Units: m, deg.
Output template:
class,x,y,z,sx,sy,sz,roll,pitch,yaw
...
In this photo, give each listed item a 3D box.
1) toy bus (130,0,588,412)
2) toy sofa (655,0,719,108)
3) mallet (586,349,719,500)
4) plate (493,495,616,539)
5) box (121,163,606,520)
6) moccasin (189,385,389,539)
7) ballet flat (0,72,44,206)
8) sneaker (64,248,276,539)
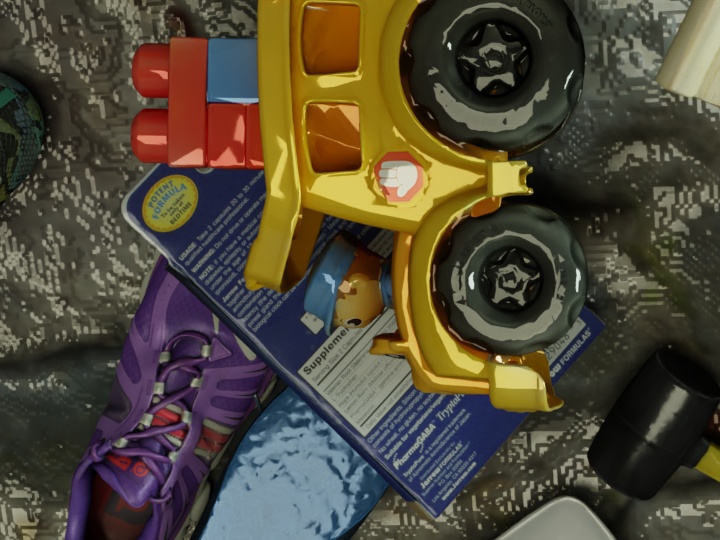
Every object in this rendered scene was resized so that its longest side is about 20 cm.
class,x,y,z,sx,sy,sz,roll,pitch,yaw
toy bus,0.001,-0.041,0.877,0.190,0.136,0.202,-3,92,4
toy sofa,0.144,-0.129,0.811,0.097,0.200,0.083,23,113,-3
mallet,0.196,0.119,0.973,0.200,0.041,0.066,38,111,-6
plate,0.088,0.229,1.034,0.200,0.032,0.200,-36,97,21
box,0.000,0.000,0.948,0.200,0.032,0.121,45,81,-6
moccasin,-0.043,0.114,0.996,0.080,0.068,0.200,39,93,1
ballet flat,-0.226,-0.013,1.004,0.074,0.074,0.200,36,112,-1
sneaker,-0.089,0.071,0.993,0.080,0.083,0.201,22,111,4
